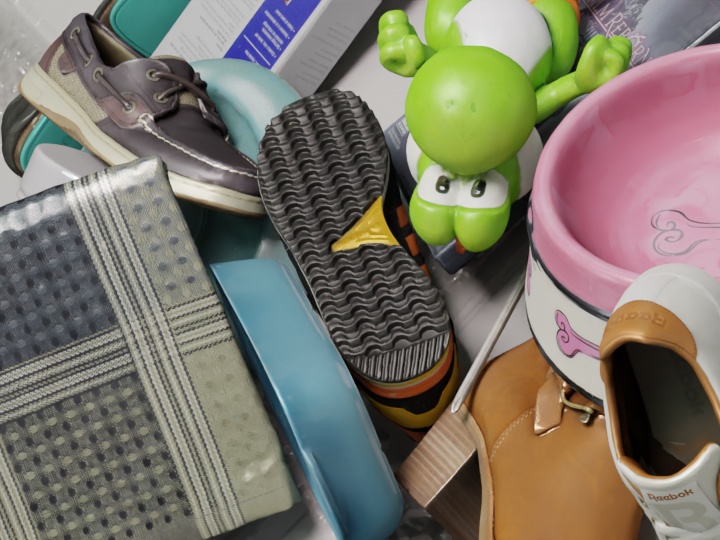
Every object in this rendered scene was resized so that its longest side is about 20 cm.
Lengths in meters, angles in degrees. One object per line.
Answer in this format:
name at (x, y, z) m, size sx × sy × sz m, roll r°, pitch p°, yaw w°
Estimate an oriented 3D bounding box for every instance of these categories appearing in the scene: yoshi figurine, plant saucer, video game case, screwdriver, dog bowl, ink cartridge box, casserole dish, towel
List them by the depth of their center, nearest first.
dog bowl at (0.166, -0.025, 1.169) m, size 0.200 × 0.074 × 0.200 m, roll -10°, pitch 42°, yaw 9°
yoshi figurine at (0.064, -0.102, 1.246) m, size 0.112 × 0.112 × 0.200 m, roll -22°, pitch 37°, yaw 32°
screwdriver at (0.084, -0.008, 1.259) m, size 0.028 × 0.029 × 0.200 m, roll -10°, pitch 35°, yaw 45°
casserole dish at (-0.024, 0.062, 1.260) m, size 0.039 × 0.121 × 0.200 m, roll -24°, pitch 27°, yaw -5°
towel at (-0.150, 0.063, 1.296) m, size 0.192 × 0.035 × 0.200 m, roll -21°, pitch 93°, yaw 6°
video game case at (0.102, -0.097, 1.322) m, size 0.200 × 0.019 × 0.143 m, roll -40°, pitch 29°, yaw 10°
plant saucer at (-0.103, -0.025, 1.418) m, size 0.200 × 0.027 × 0.200 m, roll -13°, pitch 68°, yaw 34°
ink cartridge box at (-0.050, -0.145, 1.460) m, size 0.200 × 0.039 × 0.099 m, roll -51°, pitch 47°, yaw 14°

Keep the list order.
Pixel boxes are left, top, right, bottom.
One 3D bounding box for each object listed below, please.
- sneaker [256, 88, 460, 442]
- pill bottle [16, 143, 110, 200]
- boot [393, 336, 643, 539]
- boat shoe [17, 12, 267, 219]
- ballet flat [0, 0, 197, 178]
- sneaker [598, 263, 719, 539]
sneaker at (0.000, 0.000, 1.302) m, size 0.070 × 0.090 × 0.200 m, roll -20°, pitch 51°, yaw -2°
pill bottle at (-0.172, 0.039, 1.362) m, size 0.111 × 0.111 × 0.200 m, roll 34°, pitch 104°, yaw 44°
boot at (0.118, 0.090, 1.182) m, size 0.155 × 0.074 × 0.200 m, roll -45°, pitch 48°, yaw -2°
boat shoe at (-0.113, -0.086, 1.382) m, size 0.200 × 0.072 × 0.065 m, roll 33°, pitch 102°, yaw 46°
ballet flat at (-0.145, -0.138, 1.527) m, size 0.200 × 0.068 × 0.068 m, roll -43°, pitch 37°, yaw 5°
sneaker at (0.143, 0.103, 1.075) m, size 0.073 × 0.200 × 0.085 m, roll -18°, pitch 10°, yaw 30°
